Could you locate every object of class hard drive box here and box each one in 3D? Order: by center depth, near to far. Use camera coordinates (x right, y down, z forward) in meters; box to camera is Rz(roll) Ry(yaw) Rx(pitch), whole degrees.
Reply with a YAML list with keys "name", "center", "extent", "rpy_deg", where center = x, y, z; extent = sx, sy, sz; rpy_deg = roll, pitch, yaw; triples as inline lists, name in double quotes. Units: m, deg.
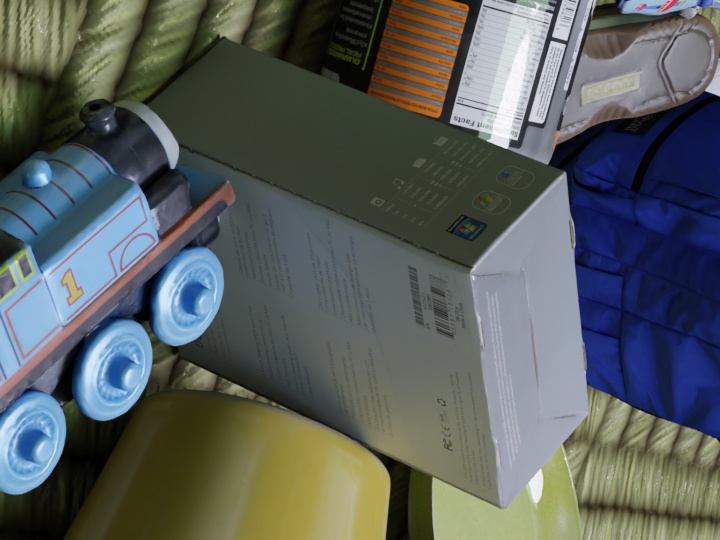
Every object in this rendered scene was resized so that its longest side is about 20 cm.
- name: "hard drive box"
  center: [0.000, 0.000, 1.319]
  extent: [0.077, 0.199, 0.156]
  rpy_deg: [-45, 144, -33]

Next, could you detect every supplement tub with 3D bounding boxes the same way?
- name: "supplement tub"
  center: [0.050, -0.124, 1.385]
  extent: [0.122, 0.122, 0.201]
  rpy_deg: [4, 104, -59]

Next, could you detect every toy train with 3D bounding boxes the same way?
- name: "toy train"
  center: [-0.136, 0.008, 1.223]
  extent: [0.200, 0.086, 0.115]
  rpy_deg: [-43, 137, -32]

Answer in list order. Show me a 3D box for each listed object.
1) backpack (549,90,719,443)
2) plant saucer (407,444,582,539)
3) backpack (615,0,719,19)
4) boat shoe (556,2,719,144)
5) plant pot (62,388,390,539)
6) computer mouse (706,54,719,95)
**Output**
- name: "backpack"
  center: [0.179, -0.018, 1.598]
  extent: [0.162, 0.199, 0.169]
  rpy_deg: [-34, 127, -40]
- name: "plant saucer"
  center: [0.075, 0.153, 1.643]
  extent: [0.200, 0.031, 0.201]
  rpy_deg: [28, 57, -56]
- name: "backpack"
  center: [0.187, -0.216, 1.470]
  extent: [0.200, 0.134, 0.184]
  rpy_deg: [-81, -177, -72]
- name: "boat shoe"
  center: [0.093, -0.108, 1.524]
  extent: [0.199, 0.076, 0.072]
  rpy_deg: [-8, 116, -30]
- name: "plant pot"
  center: [-0.070, 0.167, 1.345]
  extent: [0.201, 0.200, 0.190]
  rpy_deg: [51, 52, -57]
- name: "computer mouse"
  center: [0.218, -0.098, 1.756]
  extent: [0.200, 0.044, 0.110]
  rpy_deg: [-17, 125, -53]
